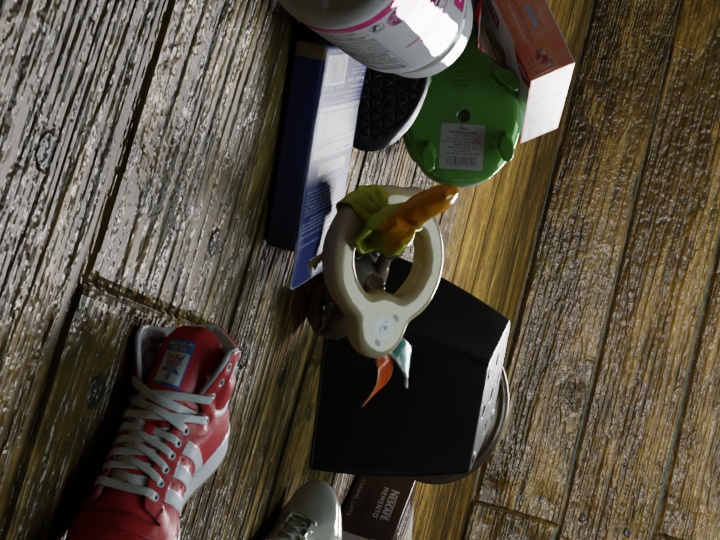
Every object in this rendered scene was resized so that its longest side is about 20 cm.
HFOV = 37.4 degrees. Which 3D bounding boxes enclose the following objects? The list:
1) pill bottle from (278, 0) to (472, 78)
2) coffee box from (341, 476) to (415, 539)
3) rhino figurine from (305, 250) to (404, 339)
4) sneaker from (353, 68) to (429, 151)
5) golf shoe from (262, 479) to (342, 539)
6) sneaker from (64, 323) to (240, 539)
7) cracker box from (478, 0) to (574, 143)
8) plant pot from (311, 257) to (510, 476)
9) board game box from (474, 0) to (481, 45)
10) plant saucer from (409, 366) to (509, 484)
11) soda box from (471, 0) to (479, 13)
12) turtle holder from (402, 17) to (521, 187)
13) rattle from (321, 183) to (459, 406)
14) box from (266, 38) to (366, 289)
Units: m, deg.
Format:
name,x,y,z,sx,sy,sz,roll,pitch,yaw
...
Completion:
name,x,y,z,sx,sy,sz,roll,pitch,yaw
pill bottle,0.016,-0.216,0.806,0.200,0.112,0.116,8,95,-69
coffee box,0.019,0.380,1.451,0.115,0.078,0.202,-62,160,-46
rhino figurine,0.000,0.000,1.066,0.088,0.059,0.200,-53,-179,32
sneaker,0.040,-0.194,1.038,0.083,0.071,0.203,90,21,-70
golf shoe,-0.070,0.283,1.043,0.092,0.074,0.202,82,24,-47
sneaker,-0.127,0.106,0.660,0.201,0.070,0.114,-65,167,-63
cracker box,0.187,-0.248,1.232,0.200,0.057,0.136,72,-3,-76
plant pot,0.066,0.119,1.211,0.200,0.174,0.203,-48,149,-64
board game box,0.149,-0.342,1.375,0.151,0.046,0.204,-27,128,-71
plant saucer,0.092,0.164,1.334,0.029,0.197,0.204,23,80,-54
soda box,0.101,-0.322,1.177,0.069,0.062,0.202,84,24,-52
turtle holder,0.106,-0.189,1.225,0.188,0.139,0.132,64,1,-1
rattle,0.047,0.028,0.925,0.129,0.141,0.204,-1,95,-49
box,-0.037,-0.094,0.907,0.121,0.032,0.204,-35,135,-69
